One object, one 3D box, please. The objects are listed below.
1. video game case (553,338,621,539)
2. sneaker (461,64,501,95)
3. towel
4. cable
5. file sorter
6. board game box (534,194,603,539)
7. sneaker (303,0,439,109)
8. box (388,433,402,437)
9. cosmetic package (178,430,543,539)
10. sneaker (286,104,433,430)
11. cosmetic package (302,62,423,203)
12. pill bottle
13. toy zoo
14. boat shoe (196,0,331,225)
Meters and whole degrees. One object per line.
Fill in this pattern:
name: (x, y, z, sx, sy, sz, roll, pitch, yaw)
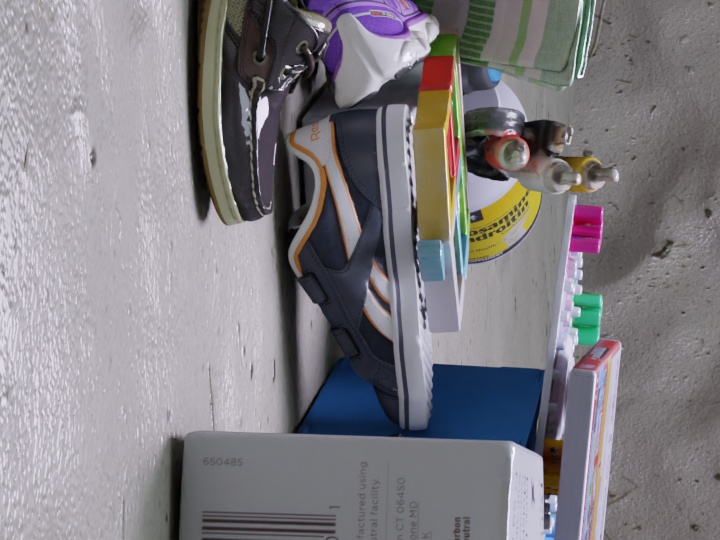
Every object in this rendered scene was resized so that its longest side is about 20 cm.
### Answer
video game case: (0.140, 0.122, 1.821, 0.200, 0.017, 0.144, -22, 118, -80)
sneaker: (0.030, -0.206, 2.036, 0.073, 0.082, 0.201, 46, 25, -65)
towel: (0.068, -0.202, 1.853, 0.023, 0.199, 0.154, -2, 102, -48)
cable: (0.088, -0.072, 1.932, 0.200, 0.097, 0.051, 171, -68, -68)
file sorter: (0.040, 0.140, 1.840, 0.200, 0.138, 0.124, -57, 149, -75)
board game box: (0.137, 0.078, 1.937, 0.200, 0.026, 0.201, 77, 21, -69)
sneaker: (-0.001, -0.156, 1.777, 0.084, 0.080, 0.200, 58, 2, -7)
box: (0.012, 0.217, 1.688, 0.141, 0.078, 0.201, -65, 138, -67)
cosmetic package: (0.005, 0.168, 1.483, 0.200, 0.164, 0.166, 30, 61, -81)
sneaker: (0.000, 0.000, 1.741, 0.078, 0.079, 0.201, -78, 162, -71)
cosmetic package: (0.013, -0.069, 1.876, 0.200, 0.071, 0.102, -61, 150, -75)
pill bottle: (0.071, -0.083, 2.143, 0.200, 0.111, 0.113, 64, 28, -72)
toy zoo: (0.049, -0.051, 1.775, 0.200, 0.020, 0.132, -80, 166, -65)
boat shoe: (-0.047, -0.122, 1.475, 0.073, 0.064, 0.201, -52, 142, -80)
